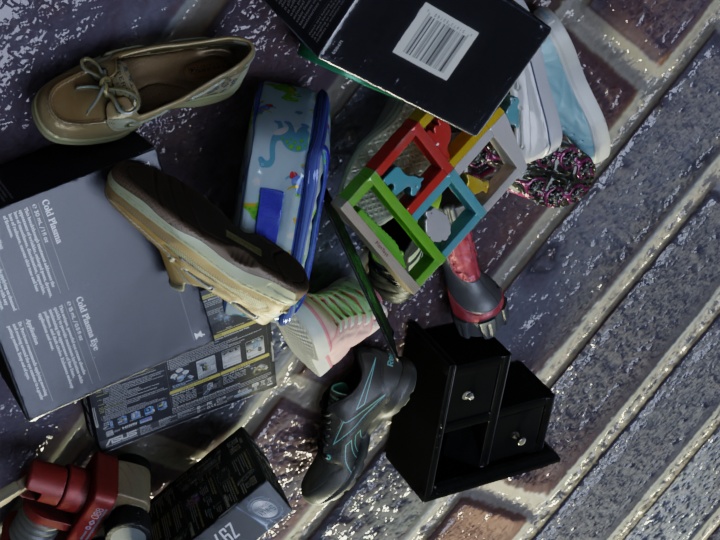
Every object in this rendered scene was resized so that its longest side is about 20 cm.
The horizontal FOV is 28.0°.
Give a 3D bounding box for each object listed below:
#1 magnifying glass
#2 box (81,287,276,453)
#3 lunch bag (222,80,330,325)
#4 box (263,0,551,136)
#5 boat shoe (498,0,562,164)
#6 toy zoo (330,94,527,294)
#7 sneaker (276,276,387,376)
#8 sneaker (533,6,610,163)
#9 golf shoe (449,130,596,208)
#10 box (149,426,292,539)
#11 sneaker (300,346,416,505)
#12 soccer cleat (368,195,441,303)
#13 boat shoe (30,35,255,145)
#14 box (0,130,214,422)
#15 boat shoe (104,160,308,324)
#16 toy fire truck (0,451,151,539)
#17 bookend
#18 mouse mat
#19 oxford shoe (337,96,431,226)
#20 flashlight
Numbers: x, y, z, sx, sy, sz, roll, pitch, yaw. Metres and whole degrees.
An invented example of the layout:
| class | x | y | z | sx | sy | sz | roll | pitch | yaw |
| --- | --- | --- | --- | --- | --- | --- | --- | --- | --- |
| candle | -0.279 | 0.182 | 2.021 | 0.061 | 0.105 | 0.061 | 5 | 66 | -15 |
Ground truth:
| class | x | y | z | sx | sy | sz | roll | pitch | yaw |
| --- | --- | --- | --- | --- | --- | --- | --- | --- | --- |
| magnifying glass | 0.033 | -0.170 | 1.342 | 0.200 | 0.080 | 0.022 | 22 | 98 | -24 |
| box | -0.186 | 0.081 | 1.448 | 0.200 | 0.049 | 0.161 | -20 | 133 | -20 |
| lunch bag | -0.077 | -0.060 | 1.333 | 0.082 | 0.161 | 0.200 | 10 | 120 | -3 |
| box | 0.020 | -0.238 | 1.246 | 0.200 | 0.198 | 0.123 | 21 | 111 | -42 |
| boat shoe | 0.135 | -0.197 | 1.396 | 0.065 | 0.074 | 0.200 | -28 | 101 | -27 |
| toy zoo | 0.077 | -0.092 | 1.345 | 0.200 | 0.020 | 0.131 | -49 | 127 | -9 |
| sneaker | -0.028 | 0.041 | 1.471 | 0.105 | 0.075 | 0.200 | -42 | 168 | -8 |
| sneaker | 0.195 | -0.179 | 1.504 | 0.082 | 0.074 | 0.200 | -32 | 126 | 0 |
| golf shoe | 0.155 | -0.117 | 1.500 | 0.200 | 0.092 | 0.073 | 6 | 113 | -31 |
| box | -0.160 | 0.251 | 1.490 | 0.160 | 0.200 | 0.044 | -39 | 105 | -4 |
| sneaker | -0.020 | 0.170 | 1.622 | 0.079 | 0.075 | 0.200 | 27 | 98 | -29 |
| soccer cleat | 0.033 | -0.023 | 1.475 | 0.081 | 0.068 | 0.200 | -51 | 164 | -35 |
| boat shoe | -0.186 | -0.164 | 1.240 | 0.200 | 0.073 | 0.063 | -24 | 176 | -28 |
| box | -0.251 | -0.002 | 1.276 | 0.182 | 0.104 | 0.200 | -22 | 118 | -18 |
| boat shoe | -0.142 | -0.013 | 1.227 | 0.200 | 0.072 | 0.076 | 35 | 116 | -20 |
| toy fire truck | -0.324 | 0.257 | 1.429 | 0.200 | 0.129 | 0.176 | 20 | 125 | -23 |
| bookend | 0.147 | 0.147 | 1.689 | 0.200 | 0.092 | 0.199 | -11 | 127 | -29 |
| mouse mat | 0.000 | 0.000 | 1.380 | 0.008 | 0.200 | 0.161 | -24 | 97 | 3 |
| oxford shoe | 0.038 | -0.123 | 1.399 | 0.075 | 0.058 | 0.200 | 31 | 75 | -13 |
| flashlight | 0.116 | -0.012 | 1.565 | 0.068 | 0.068 | 0.200 | -17 | 135 | -1 |
